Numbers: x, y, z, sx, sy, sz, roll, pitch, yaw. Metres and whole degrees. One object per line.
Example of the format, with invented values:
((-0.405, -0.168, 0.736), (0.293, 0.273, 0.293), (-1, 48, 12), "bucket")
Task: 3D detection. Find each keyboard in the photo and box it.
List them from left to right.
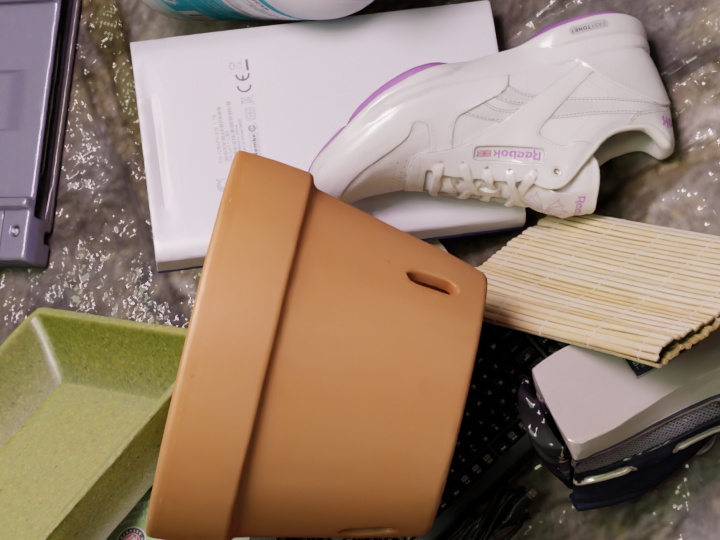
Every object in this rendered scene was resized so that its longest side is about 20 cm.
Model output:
((0.042, 0.111, 1.556), (0.200, 0.040, 0.104), (-44, 88, 2), "keyboard")

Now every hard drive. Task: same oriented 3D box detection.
((-0.019, -0.074, 1.612), (0.200, 0.025, 0.132), (-7, 68, -4), "hard drive")

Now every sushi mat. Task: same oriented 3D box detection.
((0.126, 0.005, 1.502), (0.096, 0.012, 0.200), (-36, 24, -23), "sushi mat")

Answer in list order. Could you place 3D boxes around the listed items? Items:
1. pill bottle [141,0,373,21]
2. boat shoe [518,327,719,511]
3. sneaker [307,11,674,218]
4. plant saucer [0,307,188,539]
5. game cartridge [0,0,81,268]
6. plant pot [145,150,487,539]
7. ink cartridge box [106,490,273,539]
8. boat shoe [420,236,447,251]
((-0.047, -0.194, 1.636), (0.200, 0.111, 0.111), (6, 81, 54), "pill bottle")
((0.175, 0.052, 1.509), (0.200, 0.093, 0.075), (-22, 60, -5), "boat shoe")
((0.072, -0.066, 1.556), (0.200, 0.075, 0.100), (-21, 75, -6), "sneaker")
((-0.181, 0.113, 1.657), (0.200, 0.048, 0.200), (-49, 29, -23), "plant saucer")
((-0.238, -0.101, 1.815), (0.130, 0.038, 0.200), (1, 79, 27), "game cartridge")
((-0.018, 0.051, 1.488), (0.140, 0.200, 0.200), (13, 85, -1), "plant pot")
((-0.075, 0.218, 1.618), (0.117, 0.067, 0.200), (-14, 72, 28), "ink cartridge box")
((0.002, -0.001, 1.629), (0.074, 0.063, 0.201), (-29, 70, -14), "boat shoe")
